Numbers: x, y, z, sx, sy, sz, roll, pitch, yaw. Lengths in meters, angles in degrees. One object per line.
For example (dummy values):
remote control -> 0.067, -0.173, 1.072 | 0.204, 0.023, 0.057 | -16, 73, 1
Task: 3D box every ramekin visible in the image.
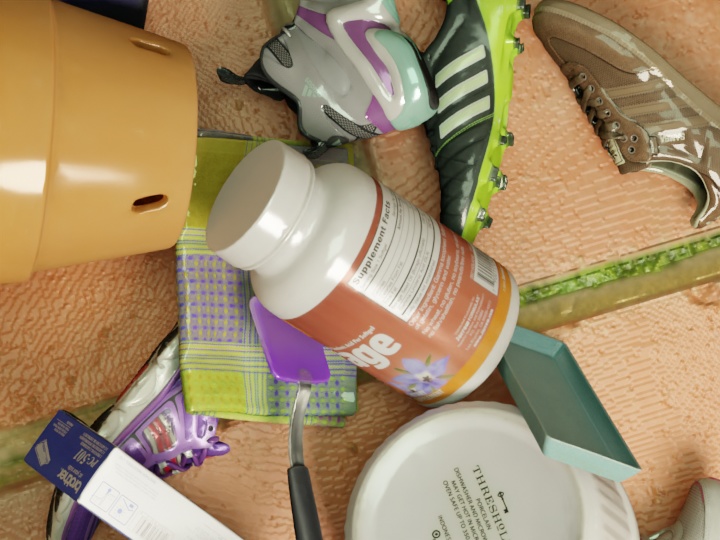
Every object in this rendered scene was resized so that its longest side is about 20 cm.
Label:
ramekin -> 0.080, 0.179, 1.377 | 0.201, 0.094, 0.203 | -5, 68, 14

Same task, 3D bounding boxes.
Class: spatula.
spatula -> -0.039, 0.114, 1.377 | 0.056, 0.021, 0.201 | 6, 73, -43

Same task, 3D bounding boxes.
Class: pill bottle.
pill bottle -> 0.000, 0.000, 1.382 | 0.200, 0.112, 0.113 | 33, 81, -25

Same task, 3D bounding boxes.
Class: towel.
towel -> -0.062, 0.003, 1.421 | 0.143, 0.023, 0.201 | 7, 78, -33

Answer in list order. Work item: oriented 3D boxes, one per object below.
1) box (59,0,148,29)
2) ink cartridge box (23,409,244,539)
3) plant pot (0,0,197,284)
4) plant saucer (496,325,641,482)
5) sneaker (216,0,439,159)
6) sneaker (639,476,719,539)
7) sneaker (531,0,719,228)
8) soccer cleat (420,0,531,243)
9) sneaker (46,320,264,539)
box -> -0.208, -0.239, 1.380 | 0.147, 0.200, 0.105 | 7, 81, -3
ink cartridge box -> -0.119, 0.170, 1.350 | 0.200, 0.094, 0.044 | 41, 80, -31
plant pot -> -0.188, -0.086, 1.375 | 0.139, 0.200, 0.201 | 4, 83, -16
plant saucer -> 0.128, 0.084, 1.380 | 0.070, 0.200, 0.019 | 20, 106, -16
sneaker -> -0.039, -0.171, 1.448 | 0.139, 0.078, 0.201 | -22, 63, 9
sneaker -> 0.188, 0.223, 1.423 | 0.088, 0.081, 0.201 | 32, 81, -3
sneaker -> 0.192, -0.111, 1.467 | 0.200, 0.070, 0.076 | 37, 83, 0
soccer cleat -> 0.068, -0.113, 1.465 | 0.081, 0.068, 0.201 | 7, 81, 13
sneaker -> -0.138, 0.116, 1.410 | 0.083, 0.081, 0.200 | 41, 81, -5
